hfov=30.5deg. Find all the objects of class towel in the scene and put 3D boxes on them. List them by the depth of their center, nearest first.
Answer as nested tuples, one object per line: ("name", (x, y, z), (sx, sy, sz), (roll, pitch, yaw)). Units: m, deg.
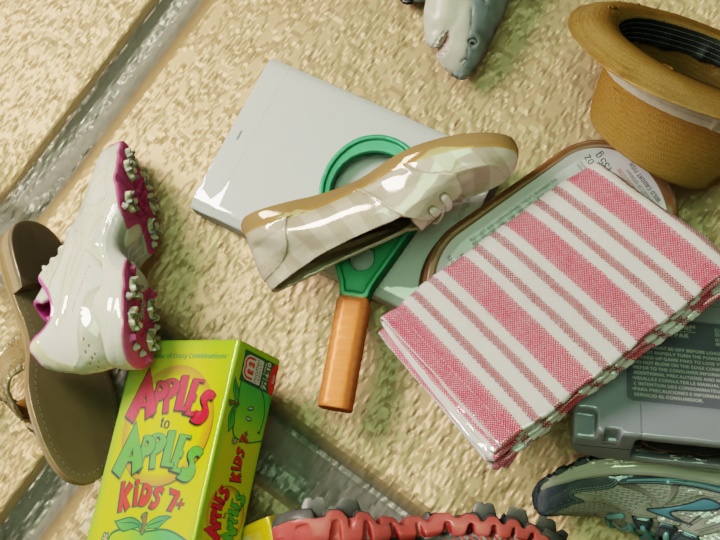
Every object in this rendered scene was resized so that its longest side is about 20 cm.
("towel", (0.124, 0.022, 0.851), (0.199, 0.030, 0.146), (-36, 47, -7))

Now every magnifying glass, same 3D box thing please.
("magnifying glass", (0.000, 0.000, 0.936), (0.079, 0.022, 0.202), (8, 74, 11))

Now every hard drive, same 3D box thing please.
("hard drive", (-0.010, -0.061, 0.978), (0.199, 0.026, 0.133), (25, 80, 15))

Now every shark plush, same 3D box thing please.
("shark plush", (0.112, -0.236, 1.008), (0.083, 0.091, 0.200), (45, 63, -2))

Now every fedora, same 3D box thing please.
("fedora", (0.224, -0.113, 0.909), (0.200, 0.200, 0.082), (32, 121, 15))

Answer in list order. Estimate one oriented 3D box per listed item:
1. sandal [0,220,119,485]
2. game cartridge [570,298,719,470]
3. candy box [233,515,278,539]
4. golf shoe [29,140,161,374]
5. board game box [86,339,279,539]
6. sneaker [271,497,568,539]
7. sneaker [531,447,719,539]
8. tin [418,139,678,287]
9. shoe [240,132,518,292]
("sandal", (-0.236, 0.071, 0.966), (0.069, 0.077, 0.213), (-35, 61, 31))
("game cartridge", (0.235, 0.064, 0.849), (0.198, 0.042, 0.134), (6, 48, 4))
("candy box", (-0.072, 0.274, 0.869), (0.102, 0.026, 0.201), (-25, 67, 24))
("golf shoe", (-0.193, -0.012, 0.947), (0.091, 0.076, 0.201), (-14, 48, 10))
("board game box", (-0.127, 0.150, 0.897), (0.101, 0.048, 0.202), (-3, 67, 37))
("sneaker", (0.041, 0.201, 0.855), (0.199, 0.071, 0.099), (3, 69, -12))
("sneaker", (0.212, 0.158, 0.858), (0.198, 0.078, 0.087), (-4, 77, 8))
("tin", (0.131, -0.012, 0.923), (0.199, 0.042, 0.112), (-35, 79, -7))
("shoe", (0.017, -0.039, 0.900), (0.199, 0.070, 0.054), (-19, 72, 11))
